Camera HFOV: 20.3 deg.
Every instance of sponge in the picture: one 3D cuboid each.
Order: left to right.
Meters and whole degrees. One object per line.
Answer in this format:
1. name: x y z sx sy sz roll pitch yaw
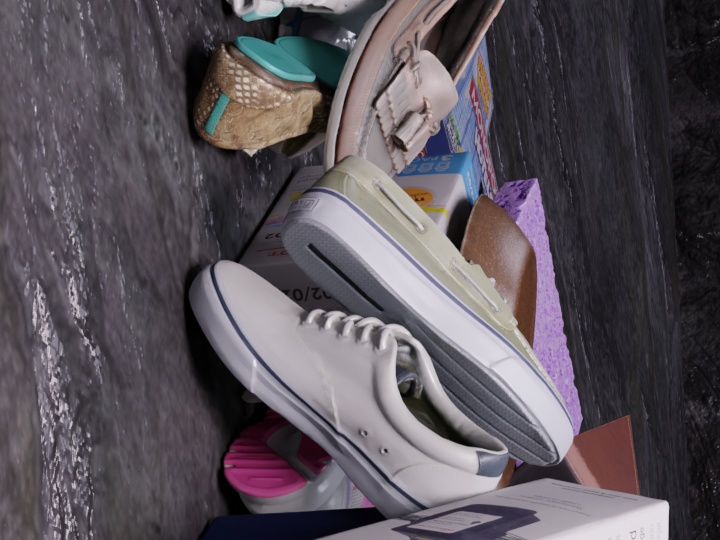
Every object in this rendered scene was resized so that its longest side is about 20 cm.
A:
1. sponge: 0.117 0.051 1.383 0.112 0.030 0.201 -62 143 -58

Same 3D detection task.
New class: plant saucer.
1. plant saucer: 0.078 0.056 1.191 0.200 0.037 0.201 6 90 -81

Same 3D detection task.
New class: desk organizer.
1. desk organizer: 0.107 0.175 1.279 0.077 0.200 0.072 -15 67 -43

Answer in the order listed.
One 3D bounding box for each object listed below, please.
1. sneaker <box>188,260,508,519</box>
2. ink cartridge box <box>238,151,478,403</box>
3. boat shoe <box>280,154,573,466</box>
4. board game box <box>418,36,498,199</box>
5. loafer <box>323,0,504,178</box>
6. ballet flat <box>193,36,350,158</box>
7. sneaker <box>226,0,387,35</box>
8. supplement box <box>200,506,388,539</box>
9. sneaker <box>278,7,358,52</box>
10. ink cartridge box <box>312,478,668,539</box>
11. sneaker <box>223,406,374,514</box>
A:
1. sneaker: -0.002 0.053 1.034 0.071 0.200 0.073 -54 163 20
2. ink cartridge box: 0.000 0.000 1.174 0.200 0.115 0.068 -64 146 -63
3. boat shoe: 0.046 0.020 1.057 0.200 0.072 0.062 45 59 -14
4. board game box: 0.069 -0.092 1.566 0.200 0.061 0.200 -76 155 -50
5. loafer: 0.035 -0.121 1.164 0.072 0.063 0.200 75 29 -47
6. ballet flat: -0.046 -0.098 1.155 0.065 0.070 0.200 -55 164 14
7. sneaker: -0.044 -0.176 1.174 0.200 0.075 0.089 40 60 -49
8. supplement box: -0.021 0.235 1.024 0.109 0.109 0.201 -57 139 -66
9. sneaker: 0.001 -0.165 1.298 0.075 0.086 0.200 72 21 -44
10. ink cartridge box: 0.054 0.187 0.932 0.200 0.084 0.145 -7 100 -47
11. sneaker: -0.019 0.106 1.155 0.200 0.081 0.088 -52 137 -57
